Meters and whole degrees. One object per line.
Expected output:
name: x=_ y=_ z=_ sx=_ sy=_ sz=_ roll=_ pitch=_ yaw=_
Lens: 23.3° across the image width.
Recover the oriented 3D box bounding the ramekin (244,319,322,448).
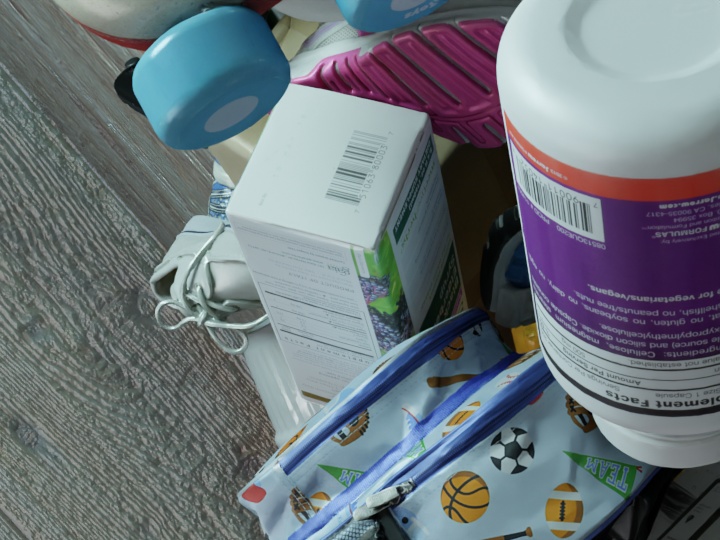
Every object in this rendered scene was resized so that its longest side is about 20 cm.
ramekin: x=0.006 y=0.046 z=1.270 sx=0.095 sy=0.202 sz=0.202 roll=59 pitch=170 yaw=-2

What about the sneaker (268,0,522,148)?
sneaker: x=0.033 y=-0.114 z=0.839 sx=0.199 sy=0.089 sz=0.081 roll=-2 pitch=143 yaw=47

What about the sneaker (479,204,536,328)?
sneaker: x=0.143 y=-0.012 z=0.827 sx=0.200 sy=0.086 sz=0.076 roll=-9 pitch=80 yaw=61

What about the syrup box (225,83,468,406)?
syrup box: x=0.000 y=0.000 z=0.889 sx=0.081 sy=0.079 sz=0.200 roll=14 pitch=153 yaw=19

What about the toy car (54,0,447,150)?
toy car: x=-0.039 y=-0.154 z=0.773 sx=0.185 sy=0.176 sz=0.200 roll=61 pitch=-171 yaw=14

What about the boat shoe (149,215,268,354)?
boat shoe: x=-0.094 y=0.010 z=1.133 sx=0.075 sy=0.086 sz=0.202 roll=47 pitch=163 yaw=-22

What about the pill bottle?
pill bottle: x=0.117 y=-0.017 z=0.657 sx=0.112 sy=0.112 sz=0.201 roll=40 pitch=156 yaw=39

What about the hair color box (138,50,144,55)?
hair color box: x=-0.134 y=-0.184 z=1.203 sx=0.111 sy=0.064 sz=0.200 roll=47 pitch=176 yaw=-29

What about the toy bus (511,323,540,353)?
toy bus: x=0.130 y=0.118 z=0.994 sx=0.200 sy=0.192 sz=0.136 roll=52 pitch=171 yaw=-17

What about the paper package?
paper package: x=0.017 y=-0.038 z=1.076 sx=0.190 sy=0.104 sz=0.200 roll=32 pitch=164 yaw=38

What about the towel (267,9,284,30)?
towel: x=-0.074 y=-0.201 z=1.133 sx=0.200 sy=0.023 sz=0.153 roll=39 pitch=168 yaw=36

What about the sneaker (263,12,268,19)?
sneaker: x=-0.101 y=-0.184 z=1.061 sx=0.073 sy=0.082 sz=0.201 roll=49 pitch=157 yaw=46

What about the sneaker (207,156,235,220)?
sneaker: x=-0.050 y=-0.039 z=1.298 sx=0.077 sy=0.086 sz=0.200 roll=23 pitch=-174 yaw=37

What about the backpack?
backpack: x=0.052 y=0.103 z=0.807 sx=0.155 sy=0.190 sz=0.200 roll=57 pitch=-161 yaw=-1

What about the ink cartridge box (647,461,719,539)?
ink cartridge box: x=0.198 y=0.170 z=0.862 sx=0.084 sy=0.200 sz=0.146 roll=33 pitch=163 yaw=54

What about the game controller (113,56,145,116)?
game controller: x=-0.109 y=-0.141 z=1.271 sx=0.042 sy=0.104 sz=0.200 roll=53 pitch=169 yaw=-31
